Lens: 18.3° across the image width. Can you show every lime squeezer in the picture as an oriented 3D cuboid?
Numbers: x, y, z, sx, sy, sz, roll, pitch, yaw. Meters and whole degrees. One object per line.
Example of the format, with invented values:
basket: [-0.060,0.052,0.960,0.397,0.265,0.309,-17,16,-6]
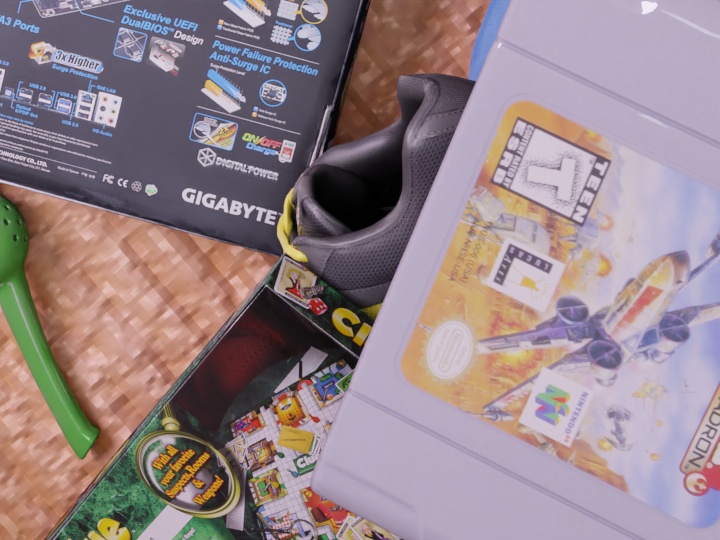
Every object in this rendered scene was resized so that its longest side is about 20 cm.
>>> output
lime squeezer: [-0.166,-0.014,0.820,0.200,0.038,0.071,33,132,-6]

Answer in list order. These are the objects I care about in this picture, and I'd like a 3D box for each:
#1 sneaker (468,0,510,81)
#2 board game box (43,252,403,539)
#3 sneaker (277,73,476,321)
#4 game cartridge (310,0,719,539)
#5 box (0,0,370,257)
sneaker: [0.078,-0.140,0.748,0.078,0.066,0.200,23,100,-38]
board game box: [-0.034,0.082,0.782,0.105,0.023,0.200,36,135,-7]
sneaker: [0.000,0.000,0.764,0.085,0.075,0.200,27,126,-24]
game cartridge: [0.078,0.010,0.656,0.133,0.042,0.200,28,111,15]
box: [-0.096,-0.106,0.785,0.200,0.046,0.159,15,102,-1]
